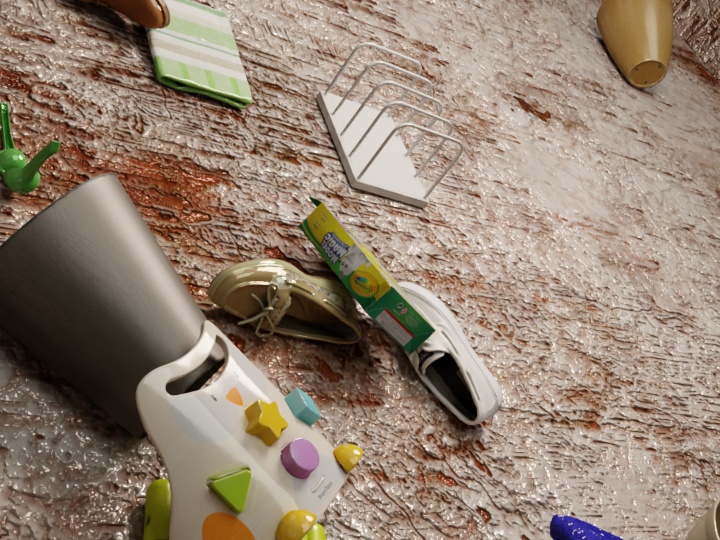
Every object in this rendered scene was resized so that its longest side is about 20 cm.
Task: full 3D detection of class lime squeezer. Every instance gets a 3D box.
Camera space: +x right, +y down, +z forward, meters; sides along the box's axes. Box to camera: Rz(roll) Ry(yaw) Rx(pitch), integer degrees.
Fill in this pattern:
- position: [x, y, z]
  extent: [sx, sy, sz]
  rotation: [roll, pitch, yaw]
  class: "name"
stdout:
- position: [-0.357, -0.121, 1.155]
  extent: [0.037, 0.072, 0.199]
  rotation: [-7, 22, -30]
  class: "lime squeezer"

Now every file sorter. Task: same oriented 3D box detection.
- position: [0.045, -0.218, 1.631]
  extent: [0.137, 0.125, 0.202]
  rotation: [14, 39, -35]
  class: "file sorter"

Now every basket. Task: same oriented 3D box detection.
- position: [-0.225, 0.041, 1.020]
  extent: [0.200, 0.136, 0.180]
  rotation: [47, 63, 2]
  class: "basket"

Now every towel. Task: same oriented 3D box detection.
- position: [0.303, 0.330, 1.186]
  extent: [0.147, 0.050, 0.200]
  rotation: [35, -2, -29]
  class: "towel"
- position: [-0.236, -0.310, 1.552]
  extent: [0.147, 0.031, 0.202]
  rotation: [12, 43, -34]
  class: "towel"

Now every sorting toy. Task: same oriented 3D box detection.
- position: [-0.104, 0.138, 0.939]
  extent: [0.181, 0.106, 0.200]
  rotation: [53, 35, -8]
  class: "sorting toy"

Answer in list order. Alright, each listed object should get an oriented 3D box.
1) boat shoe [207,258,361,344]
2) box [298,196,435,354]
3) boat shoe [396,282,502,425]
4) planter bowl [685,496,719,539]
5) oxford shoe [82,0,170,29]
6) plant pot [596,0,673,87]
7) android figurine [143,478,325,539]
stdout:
- position: [-0.077, 0.038, 1.233]
  extent: [0.198, 0.074, 0.063]
  rotation: [10, 39, -40]
  class: "boat shoe"
- position: [0.000, 0.000, 1.317]
  extent: [0.117, 0.048, 0.201]
  rotation: [45, 7, -47]
  class: "box"
- position: [0.091, 0.097, 1.335]
  extent: [0.200, 0.074, 0.065]
  rotation: [47, 28, 13]
  class: "boat shoe"
- position: [0.439, 0.379, 1.287]
  extent: [0.198, 0.135, 0.202]
  rotation: [27, 34, -20]
  class: "planter bowl"
- position: [-0.343, -0.372, 1.481]
  extent: [0.198, 0.072, 0.071]
  rotation: [32, 51, 9]
  class: "oxford shoe"
- position: [0.668, -0.543, 2.654]
  extent: [0.184, 0.186, 0.202]
  rotation: [20, 50, -27]
  class: "plant pot"
- position: [-0.107, 0.232, 0.992]
  extent: [0.180, 0.041, 0.202]
  rotation: [21, 39, -26]
  class: "android figurine"
